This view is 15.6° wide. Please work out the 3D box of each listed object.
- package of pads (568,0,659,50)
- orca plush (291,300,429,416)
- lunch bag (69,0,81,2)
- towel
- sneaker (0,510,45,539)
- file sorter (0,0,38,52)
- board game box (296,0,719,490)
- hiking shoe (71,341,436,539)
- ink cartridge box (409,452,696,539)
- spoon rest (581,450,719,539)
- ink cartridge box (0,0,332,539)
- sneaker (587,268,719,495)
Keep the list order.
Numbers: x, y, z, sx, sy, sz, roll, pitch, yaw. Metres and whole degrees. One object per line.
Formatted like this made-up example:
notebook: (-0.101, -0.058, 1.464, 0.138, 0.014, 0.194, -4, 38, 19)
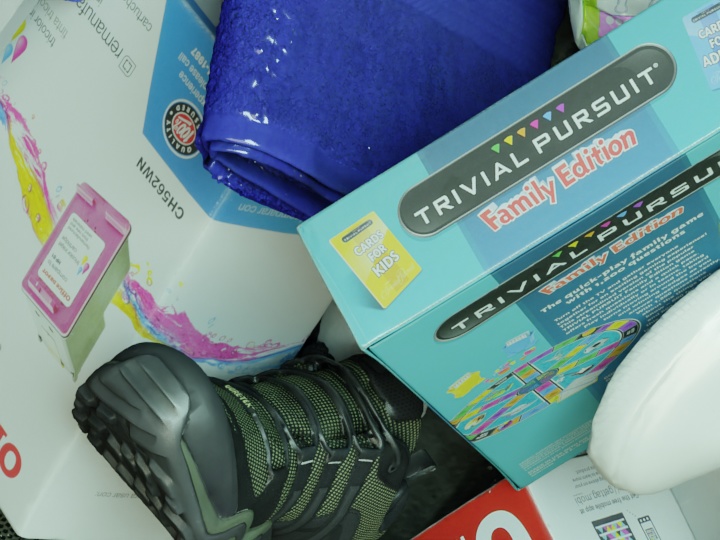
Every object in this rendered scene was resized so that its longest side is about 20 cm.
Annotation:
package of pads: (0.172, -0.120, 0.876, 0.199, 0.155, 0.068, -1, 110, 12)
orca plush: (0.000, 0.000, 1.007, 0.071, 0.105, 0.200, 48, 141, 31)
lunch bag: (-0.128, -0.200, 0.916, 0.150, 0.094, 0.200, 39, 125, 30)
towel: (0.012, -0.106, 0.886, 0.049, 0.148, 0.201, -4, 69, 43)
sneaker: (-0.139, 0.113, 1.086, 0.199, 0.076, 0.114, 19, 76, 31)
file sorter: (-0.234, -0.081, 0.943, 0.139, 0.124, 0.200, 51, 138, 5)
board game box: (0.081, -0.007, 0.839, 0.151, 0.200, 0.047, -32, 67, 5)
hiking shoe: (-0.031, 0.056, 0.927, 0.101, 0.200, 0.076, -42, 66, -5)
ink cartridge box: (0.057, 0.188, 1.001, 0.200, 0.084, 0.176, -38, 71, 38)
spoon rest: (0.127, 0.123, 1.036, 0.099, 0.061, 0.200, -15, 109, 18)
ink cartridge box: (-0.086, -0.018, 0.975, 0.145, 0.085, 0.200, 51, 121, 34)
sneaker: (0.168, 0.026, 0.830, 0.200, 0.075, 0.089, -33, 65, 5)
